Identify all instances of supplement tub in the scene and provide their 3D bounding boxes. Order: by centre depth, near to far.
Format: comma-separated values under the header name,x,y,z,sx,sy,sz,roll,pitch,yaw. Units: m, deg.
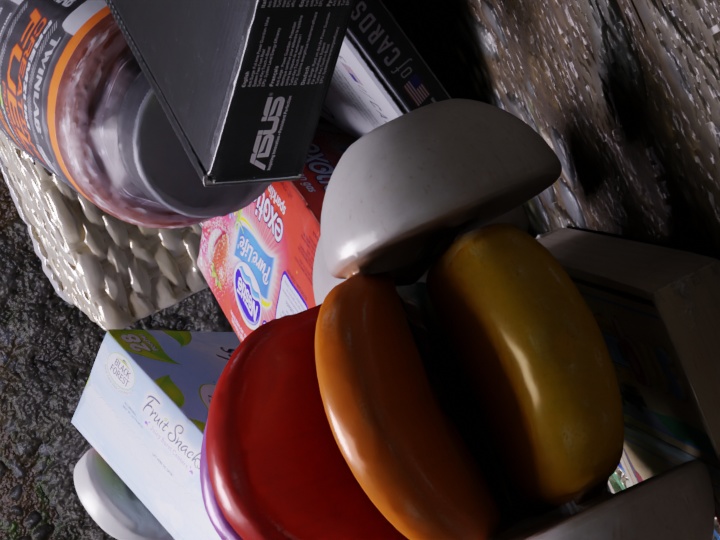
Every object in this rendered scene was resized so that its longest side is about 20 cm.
name,x,y,z,sx,sy,sz,roll,pitch,yaw
supplement tub,-0.101,-0.081,1.005,0.200,0.107,0.107,31,146,61

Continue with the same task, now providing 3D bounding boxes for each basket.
name,x,y,z,sx,sy,sz,roll,pitch,yaw
basket,-0.124,-0.089,1.359,0.201,0.198,0.161,68,171,-18

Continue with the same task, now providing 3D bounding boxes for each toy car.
name,x,y,z,sx,sy,sz,roll,pitch,yaw
toy car,0.018,0.053,0.747,0.200,0.150,0.175,107,138,-80

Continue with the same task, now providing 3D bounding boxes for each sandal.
name,x,y,z,sx,sy,sz,roll,pitch,yaw
sandal,-0.097,0.144,1.264,0.202,0.050,0.083,30,-149,-46

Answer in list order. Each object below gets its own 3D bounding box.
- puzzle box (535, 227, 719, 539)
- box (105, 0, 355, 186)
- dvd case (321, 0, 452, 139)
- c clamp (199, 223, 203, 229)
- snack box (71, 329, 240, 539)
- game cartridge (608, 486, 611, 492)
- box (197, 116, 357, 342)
name,x,y,z,sx,sy,sz,roll,pitch,yaw
puzzle box,0.110,0.053,0.785,0.200,0.025,0.133,-158,45,-81
box,-0.051,-0.167,0.813,0.193,0.047,0.200,62,145,41
dvd case,-0.031,-0.111,0.958,0.200,0.025,0.150,35,168,50
c clamp,-0.069,-0.124,1.117,0.171,0.027,0.200,46,127,15
snack box,-0.029,0.102,1.207,0.169,0.200,0.068,41,118,39
game cartridge,0.093,0.105,1.055,0.200,0.040,0.134,161,88,-83
box,0.000,0.000,1.015,0.200,0.095,0.100,-125,41,-55
